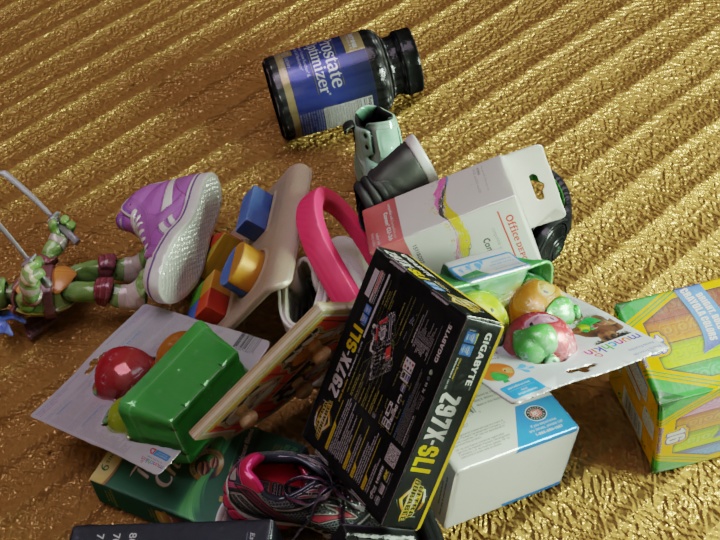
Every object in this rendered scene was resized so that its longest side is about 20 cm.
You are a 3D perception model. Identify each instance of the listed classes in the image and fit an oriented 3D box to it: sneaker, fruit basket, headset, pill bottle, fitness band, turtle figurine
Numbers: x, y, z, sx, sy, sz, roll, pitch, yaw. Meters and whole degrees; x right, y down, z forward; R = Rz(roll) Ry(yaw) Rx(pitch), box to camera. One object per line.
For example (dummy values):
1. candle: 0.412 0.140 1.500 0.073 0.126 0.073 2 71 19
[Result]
1. sneaker: -0.236 -0.033 1.307 0.112 0.074 0.202 -4 38 15
2. fruit basket: -0.215 0.119 1.174 0.198 0.095 0.186 8 44 39
3. headset: 0.172 -0.042 1.278 0.121 0.094 0.203 4 61 15
4. pill bottle: -0.021 -0.250 1.493 0.197 0.113 0.113 -17 47 -4
5. fitness band: 0.000 0.000 1.231 0.037 0.202 0.143 -31 -1 27
6. sneaker: -0.029 0.214 1.075 0.196 0.075 0.082 5 57 -15
7. sneaker: -0.038 0.013 1.258 0.072 0.117 0.202 0 48 14
8. sneaker: 0.053 -0.053 1.254 0.098 0.201 0.071 -29 45 2
9. fruit basket: 0.151 0.050 1.055 0.183 0.095 0.199 -14 22 -28
10. turtle figurine: -0.340 -0.020 1.310 0.190 0.144 0.204 2 86 -10
11. sneaker: 0.037 -0.111 1.351 0.073 0.119 0.201 -22 49 -12

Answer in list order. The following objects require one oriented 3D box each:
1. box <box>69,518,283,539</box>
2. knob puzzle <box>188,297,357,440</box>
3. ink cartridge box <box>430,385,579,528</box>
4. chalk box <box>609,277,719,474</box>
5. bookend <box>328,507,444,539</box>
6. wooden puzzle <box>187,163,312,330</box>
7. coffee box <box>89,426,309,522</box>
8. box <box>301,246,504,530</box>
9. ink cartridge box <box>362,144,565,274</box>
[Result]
1. box: -0.168 0.315 1.019 0.196 0.105 0.150 -2 48 9
2. knob puzzle: -0.060 0.104 1.113 0.219 0.220 0.031 -37 75 -21
3. ink cartridge box: 0.095 0.133 1.123 0.144 0.085 0.201 -14 44 -25
4. chalk box: 0.356 0.091 1.102 0.196 0.125 0.126 -15 47 -3
5. bookend: -0.007 0.295 0.944 0.196 0.093 0.202 14 36 -32
6. wooden puzzle: -0.138 -0.013 1.275 0.199 0.046 0.187 -37 32 39
7. coffee box: -0.163 0.206 1.156 0.197 0.044 0.124 16 53 24
8. box: 0.032 0.102 1.017 0.049 0.203 0.159 14 13 -33
9. ink cartridge box: 0.114 -0.038 1.173 0.197 0.117 0.068 -22 44 10
